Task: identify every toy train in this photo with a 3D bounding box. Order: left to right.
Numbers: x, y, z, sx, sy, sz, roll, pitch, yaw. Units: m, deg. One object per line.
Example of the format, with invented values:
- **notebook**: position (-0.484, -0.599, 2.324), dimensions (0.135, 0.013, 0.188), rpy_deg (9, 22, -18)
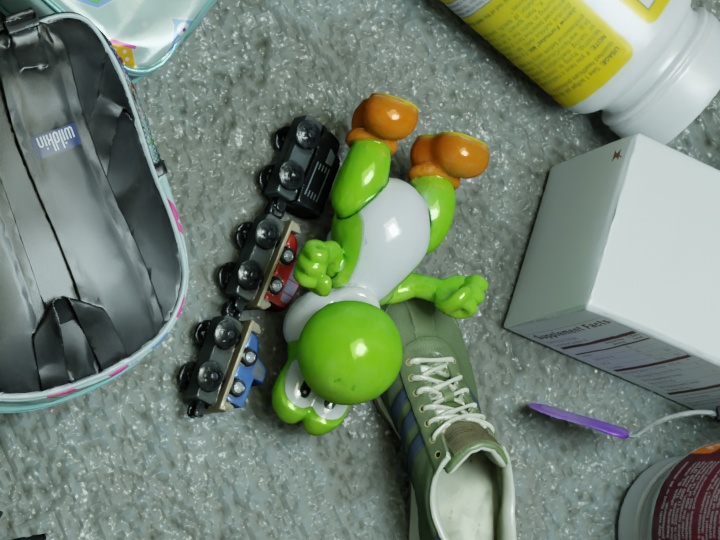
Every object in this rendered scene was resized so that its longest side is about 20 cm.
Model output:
- **toy train**: position (-0.058, 0.001, 1.640), dimensions (0.046, 0.034, 0.200), rpy_deg (31, 70, -28)

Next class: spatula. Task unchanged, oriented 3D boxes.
- **spatula**: position (0.203, 0.093, 1.674), dimensions (0.199, 0.057, 0.021), rpy_deg (0, 91, 7)

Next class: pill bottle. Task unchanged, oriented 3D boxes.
- **pill bottle**: position (0.133, -0.171, 1.701), dimensions (0.200, 0.114, 0.114), rpy_deg (40, 69, -12)
- **pill bottle**: position (0.243, 0.159, 1.642), dimensions (0.114, 0.200, 0.115), rpy_deg (2, 85, -23)

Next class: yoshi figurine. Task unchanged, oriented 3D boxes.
- **yoshi figurine**: position (0.011, 0.002, 1.605), dimensions (0.112, 0.112, 0.201), rpy_deg (17, 79, 20)

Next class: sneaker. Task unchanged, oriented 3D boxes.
- **sneaker**: position (0.058, 0.100, 1.639), dimensions (0.067, 0.090, 0.201), rpy_deg (-7, 84, -22)

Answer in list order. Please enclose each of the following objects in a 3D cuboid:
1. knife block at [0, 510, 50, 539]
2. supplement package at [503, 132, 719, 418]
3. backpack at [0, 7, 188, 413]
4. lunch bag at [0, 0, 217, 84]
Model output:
- **knife block**: position (-0.260, 0.210, 1.504), dimensions (0.175, 0.064, 0.200), rpy_deg (37, 70, -12)
- **supplement package**: position (0.212, 0.013, 1.702), dimensions (0.200, 0.117, 0.117), rpy_deg (24, 74, -18)
- **backpack**: position (-0.193, -0.021, 1.521), dimensions (0.177, 0.151, 0.200), rpy_deg (-22, 83, -17)
- **lunch bag**: position (-0.139, -0.222, 1.618), dimensions (0.160, 0.077, 0.200), rpy_deg (39, 69, -11)
